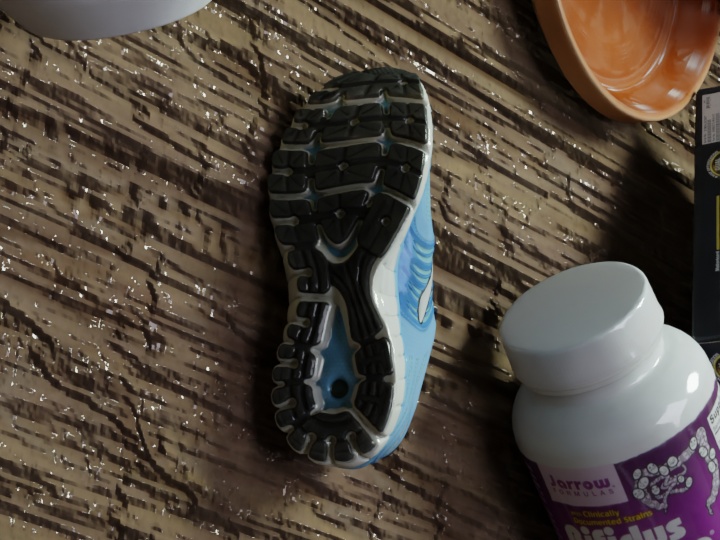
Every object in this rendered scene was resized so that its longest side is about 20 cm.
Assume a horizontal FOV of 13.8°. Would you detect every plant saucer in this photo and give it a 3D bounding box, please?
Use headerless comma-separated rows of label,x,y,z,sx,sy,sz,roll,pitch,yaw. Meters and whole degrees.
plant saucer,0.145,-0.183,1.677,0.200,0.032,0.201,9,79,-53

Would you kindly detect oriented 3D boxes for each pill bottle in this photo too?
pill bottle,0.146,0.099,1.578,0.112,0.112,0.200,-53,127,-43

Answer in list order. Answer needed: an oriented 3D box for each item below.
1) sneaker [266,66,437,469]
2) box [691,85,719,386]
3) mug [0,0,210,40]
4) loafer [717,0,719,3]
sneaker,0.000,0.000,1.436,0.090,0.078,0.200,37,59,-69
box,0.228,0.016,1.690,0.161,0.049,0.200,64,23,-43
mug,-0.102,-0.188,1.239,0.187,0.149,0.153,-32,121,-44
loafer,0.212,-0.205,1.696,0.200,0.073,0.071,44,47,-54
